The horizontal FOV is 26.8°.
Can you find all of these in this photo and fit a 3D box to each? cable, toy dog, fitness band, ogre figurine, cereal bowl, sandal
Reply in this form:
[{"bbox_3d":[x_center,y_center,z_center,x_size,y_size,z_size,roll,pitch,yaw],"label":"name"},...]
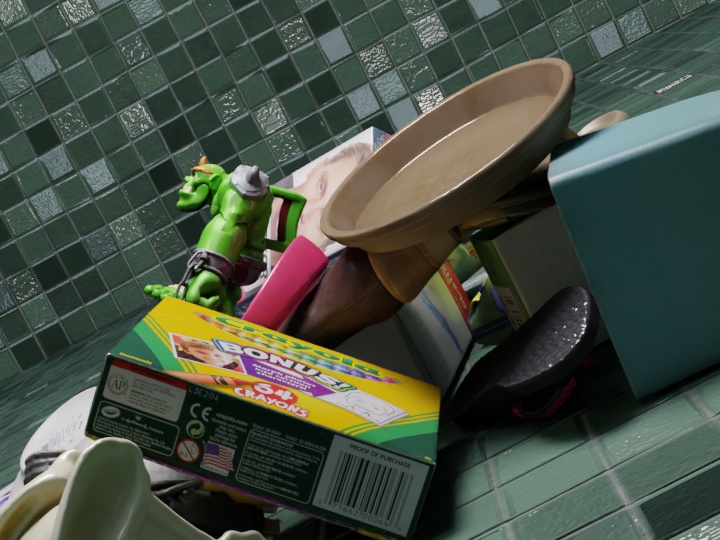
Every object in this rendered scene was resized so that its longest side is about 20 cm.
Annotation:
[{"bbox_3d":[-0.130,0.142,0.990,0.097,0.198,0.051,-34,44,54],"label":"cable"},{"bbox_3d":[-0.167,0.201,0.863,0.199,0.139,0.196,-16,51,52],"label":"toy dog"},{"bbox_3d":[-0.085,0.050,1.111,0.144,0.037,0.200,-48,-2,-30],"label":"fitness band"},{"bbox_3d":[-0.102,-0.018,1.168,0.121,0.097,0.200,-66,-18,-4],"label":"ogre figurine"},{"bbox_3d":[-0.212,0.155,1.220,0.199,0.084,0.201,-32,24,16],"label":"cereal bowl"},{"bbox_3d":[0.126,-0.078,1.054,0.080,0.054,0.199,-20,11,45],"label":"sandal"},{"bbox_3d":[0.113,0.064,0.963,0.076,0.045,0.200,-57,4,-23],"label":"sandal"}]

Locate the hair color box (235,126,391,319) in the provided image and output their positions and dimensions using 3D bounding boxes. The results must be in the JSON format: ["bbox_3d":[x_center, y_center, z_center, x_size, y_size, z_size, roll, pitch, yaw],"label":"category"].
[{"bbox_3d":[-0.037,-0.031,1.268,0.060,0.101,0.199,22,-35,-38],"label":"hair color box"}]

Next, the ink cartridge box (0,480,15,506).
[{"bbox_3d":[-0.287,0.213,1.458,0.197,0.044,0.199,-34,11,-38],"label":"ink cartridge box"}]

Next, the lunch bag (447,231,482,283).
[{"bbox_3d":[0.035,-0.024,1.379,0.170,0.123,0.199,-42,-15,35],"label":"lunch bag"}]

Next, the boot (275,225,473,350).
[{"bbox_3d":[0.000,0.000,1.107,0.166,0.073,0.200,-37,6,10],"label":"boot"}]

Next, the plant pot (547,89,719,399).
[{"bbox_3d":[0.232,-0.039,0.918,0.198,0.143,0.141,-22,9,12],"label":"plant pot"}]

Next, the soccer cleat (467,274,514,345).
[{"bbox_3d":[0.123,0.011,1.238,0.083,0.065,0.200,-29,8,14],"label":"soccer cleat"}]

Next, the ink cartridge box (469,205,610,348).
[{"bbox_3d":[0.189,-0.025,1.078,0.198,0.105,0.059,-30,8,-9],"label":"ink cartridge box"}]

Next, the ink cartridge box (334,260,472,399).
[{"bbox_3d":[0.005,0.067,1.221,0.144,0.084,0.200,-26,8,17],"label":"ink cartridge box"}]

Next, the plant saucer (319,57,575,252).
[{"bbox_3d":[0.061,-0.074,1.011,0.199,0.030,0.201,-31,19,11],"label":"plant saucer"}]

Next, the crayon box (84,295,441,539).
[{"bbox_3d":[-0.051,0.086,0.932,0.173,0.198,0.059,-69,-2,-78],"label":"crayon box"}]
